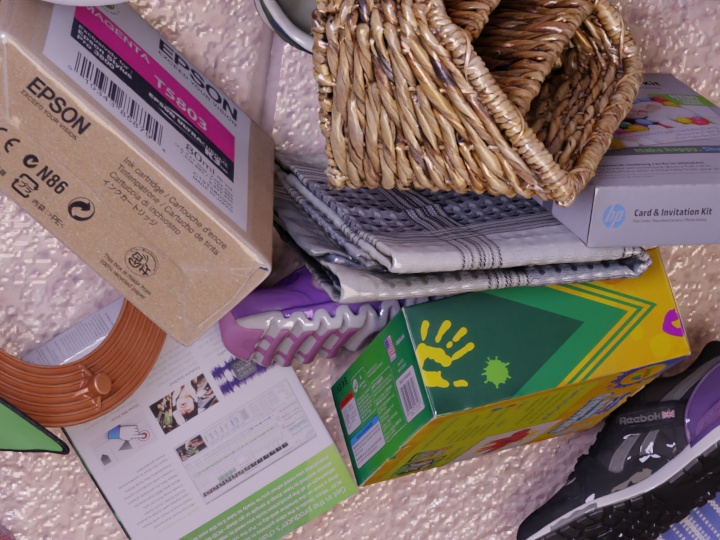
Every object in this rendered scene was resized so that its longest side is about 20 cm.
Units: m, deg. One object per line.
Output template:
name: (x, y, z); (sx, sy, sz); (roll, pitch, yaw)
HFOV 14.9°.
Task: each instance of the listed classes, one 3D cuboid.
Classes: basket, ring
basket: (0.071, -0.140, 1.551); (0.148, 0.200, 0.144); (4, 117, 19)
ring: (-0.180, -0.011, 1.564); (0.200, 0.019, 0.202); (13, 71, -40)

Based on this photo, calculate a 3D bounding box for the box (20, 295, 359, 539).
box: (-0.103, 0.097, 1.712); (0.144, 0.036, 0.201); (-31, 121, -6)

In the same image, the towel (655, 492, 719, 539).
towel: (0.226, 0.165, 1.892); (0.200, 0.024, 0.145); (-44, 120, 0)

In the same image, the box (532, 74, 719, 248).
box: (0.163, -0.069, 1.644); (0.155, 0.200, 0.041); (-1, 112, -22)

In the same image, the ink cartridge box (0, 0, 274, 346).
ink cartridge box: (-0.139, -0.077, 1.509); (0.075, 0.165, 0.200); (-41, 112, 20)

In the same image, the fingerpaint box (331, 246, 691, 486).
fingerpaint box: (0.087, 0.060, 1.680); (0.166, 0.200, 0.074); (-13, 77, -16)

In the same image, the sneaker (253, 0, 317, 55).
sneaker: (-0.044, -0.209, 1.556); (0.067, 0.090, 0.201); (-24, 121, -9)

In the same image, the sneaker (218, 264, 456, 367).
sneaker: (0.000, 0.000, 1.679); (0.199, 0.080, 0.089); (-12, 78, -25)

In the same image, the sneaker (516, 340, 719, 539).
sneaker: (0.186, 0.121, 1.826); (0.199, 0.088, 0.076); (-31, 144, 13)

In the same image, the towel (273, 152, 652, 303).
towel: (0.042, -0.037, 1.615); (0.199, 0.193, 0.035); (-6, 117, -22)

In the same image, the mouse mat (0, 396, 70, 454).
mouse mat: (-0.268, 0.059, 1.542); (0.161, 0.199, 0.008); (39, 65, -32)

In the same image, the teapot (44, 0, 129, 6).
teapot: (-0.111, -0.225, 1.410); (0.145, 0.201, 0.198); (8, 141, 21)

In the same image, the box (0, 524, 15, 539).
box: (-0.297, 0.162, 1.625); (0.103, 0.095, 0.200); (-47, 122, 3)
